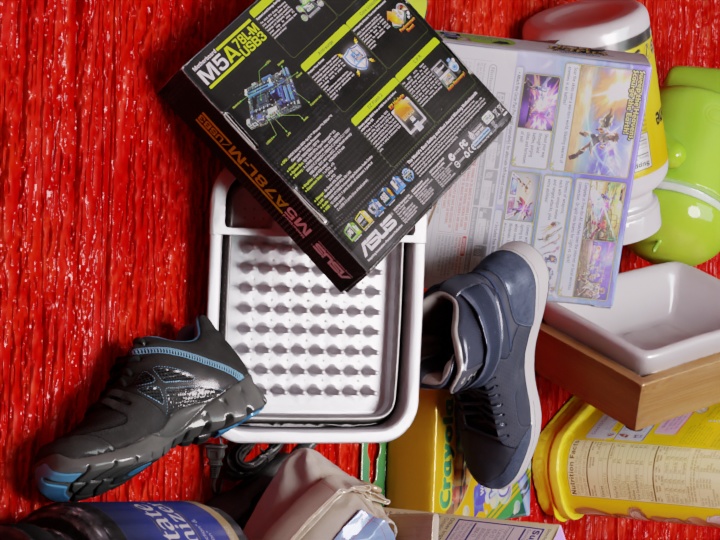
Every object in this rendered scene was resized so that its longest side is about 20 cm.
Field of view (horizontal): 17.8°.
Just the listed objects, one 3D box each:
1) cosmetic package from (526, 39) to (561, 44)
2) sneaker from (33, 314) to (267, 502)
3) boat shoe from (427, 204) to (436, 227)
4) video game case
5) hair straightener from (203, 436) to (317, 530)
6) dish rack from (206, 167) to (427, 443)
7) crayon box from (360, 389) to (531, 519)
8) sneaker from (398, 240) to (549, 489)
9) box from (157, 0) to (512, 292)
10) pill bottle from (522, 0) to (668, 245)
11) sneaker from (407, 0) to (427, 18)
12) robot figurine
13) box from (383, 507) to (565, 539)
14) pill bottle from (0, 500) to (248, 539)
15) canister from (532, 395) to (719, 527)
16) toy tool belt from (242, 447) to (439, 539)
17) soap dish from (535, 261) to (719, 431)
[{"bbox_3d":[0.118,-0.081,1.883,0.090,0.106,0.202,-40,126,-50],"label":"cosmetic package"},{"bbox_3d":[-0.152,0.093,1.531,0.199,0.073,0.082,-24,84,-51],"label":"sneaker"},{"bbox_3d":[0.000,0.000,1.739,0.071,0.076,0.201,31,84,-17],"label":"boat shoe"},{"bbox_3d":[0.122,-0.079,1.796,0.045,0.179,0.202,-98,-165,-71],"label":"video game case"},{"bbox_3d":[-0.081,0.150,1.646,0.200,0.041,0.077,-42,126,-41],"label":"hair straightener"},{"bbox_3d":[-0.038,0.022,1.656,0.170,0.043,0.202,2,91,-26],"label":"dish rack"},{"bbox_3d":[0.074,0.144,1.878,0.199,0.051,0.127,1,91,-56],"label":"crayon box"},{"bbox_3d":[0.078,0.092,1.754,0.146,0.076,0.204,-28,126,-51],"label":"sneaker"},{"bbox_3d":[-0.014,-0.117,1.628,0.193,0.047,0.200,45,53,-3],"label":"box"},{"bbox_3d":[0.209,-0.128,2.012,0.112,0.112,0.202,-36,122,-50],"label":"pill bottle"},{"bbox_3d":[-0.013,-0.148,1.722,0.081,0.073,0.202,33,59,-41],"label":"sneaker"},{"bbox_3d":[0.303,-0.092,2.155,0.176,0.115,0.202,55,48,-59],"label":"robot figurine"},{"bbox_3d":[0.071,0.280,1.749,0.097,0.199,0.177,-52,132,-41],"label":"box"},{"bbox_3d":[-0.163,0.203,1.463,0.199,0.111,0.113,8,86,-57],"label":"pill bottle"},{"bbox_3d":[0.274,0.166,2.051,0.148,0.199,0.087,-40,124,-48],"label":"canister"},{"bbox_3d":[-0.037,0.235,1.599,0.201,0.122,0.125,-61,164,-11],"label":"toy tool belt"},{"bbox_3d":[0.260,0.065,2.027,0.199,0.157,0.082,-14,120,-37],"label":"soap dish"}]
